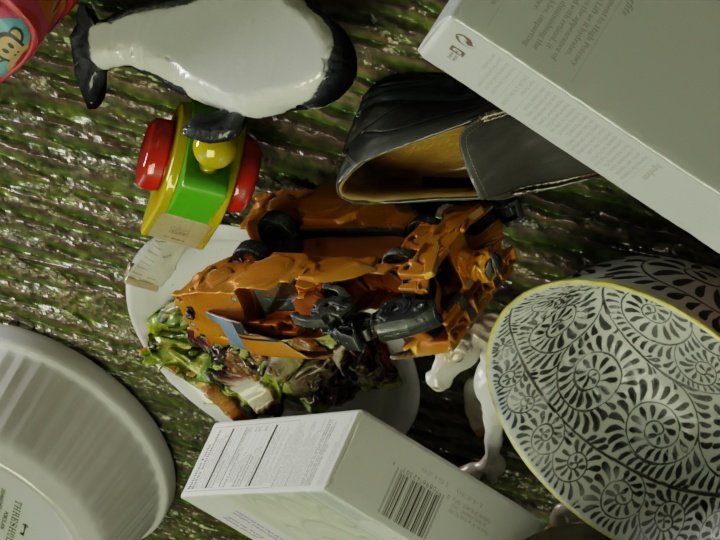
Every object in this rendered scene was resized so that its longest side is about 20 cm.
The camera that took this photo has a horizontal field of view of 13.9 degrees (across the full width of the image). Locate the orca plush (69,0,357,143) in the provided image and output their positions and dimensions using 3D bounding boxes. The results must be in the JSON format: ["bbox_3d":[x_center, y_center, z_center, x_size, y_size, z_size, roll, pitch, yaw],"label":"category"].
[{"bbox_3d":[-0.070,-0.109,1.621,0.199,0.106,0.071,-11,157,37],"label":"orca plush"}]

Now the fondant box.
[{"bbox_3d":[-0.001,0.146,1.795,0.144,0.058,0.200,32,162,-22],"label":"fondant box"}]

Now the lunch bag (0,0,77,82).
[{"bbox_3d":[-0.272,-0.166,1.676,0.176,0.082,0.200,43,141,-15],"label":"lunch bag"}]

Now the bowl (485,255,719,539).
[{"bbox_3d":[0.176,0.059,1.612,0.200,0.094,0.201,24,140,22],"label":"bowl"}]

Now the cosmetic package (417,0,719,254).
[{"bbox_3d":[0.141,-0.100,1.455,0.200,0.102,0.074,35,163,-4],"label":"cosmetic package"}]

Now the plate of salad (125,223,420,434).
[{"bbox_3d":[-0.059,0.052,1.804,0.199,0.048,0.201,18,139,16],"label":"plate of salad"}]

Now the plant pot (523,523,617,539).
[{"bbox_3d":[0.126,0.237,1.649,0.199,0.174,0.201,0,117,0],"label":"plant pot"}]

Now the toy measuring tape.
[{"bbox_3d":[-0.101,-0.049,1.704,0.073,0.074,0.200,33,156,-3],"label":"toy measuring tape"}]

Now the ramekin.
[{"bbox_3d":[-0.232,0.137,1.970,0.201,0.094,0.203,18,140,16],"label":"ramekin"}]

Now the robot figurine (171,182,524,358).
[{"bbox_3d":[0.000,0.000,1.637,0.199,0.145,0.058,3,131,39],"label":"robot figurine"}]

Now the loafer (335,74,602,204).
[{"bbox_3d":[0.077,-0.063,1.570,0.199,0.072,0.073,-5,129,36],"label":"loafer"}]

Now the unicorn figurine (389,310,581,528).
[{"bbox_3d":[0.102,0.085,1.728,0.199,0.074,0.138,14,141,-6],"label":"unicorn figurine"}]
